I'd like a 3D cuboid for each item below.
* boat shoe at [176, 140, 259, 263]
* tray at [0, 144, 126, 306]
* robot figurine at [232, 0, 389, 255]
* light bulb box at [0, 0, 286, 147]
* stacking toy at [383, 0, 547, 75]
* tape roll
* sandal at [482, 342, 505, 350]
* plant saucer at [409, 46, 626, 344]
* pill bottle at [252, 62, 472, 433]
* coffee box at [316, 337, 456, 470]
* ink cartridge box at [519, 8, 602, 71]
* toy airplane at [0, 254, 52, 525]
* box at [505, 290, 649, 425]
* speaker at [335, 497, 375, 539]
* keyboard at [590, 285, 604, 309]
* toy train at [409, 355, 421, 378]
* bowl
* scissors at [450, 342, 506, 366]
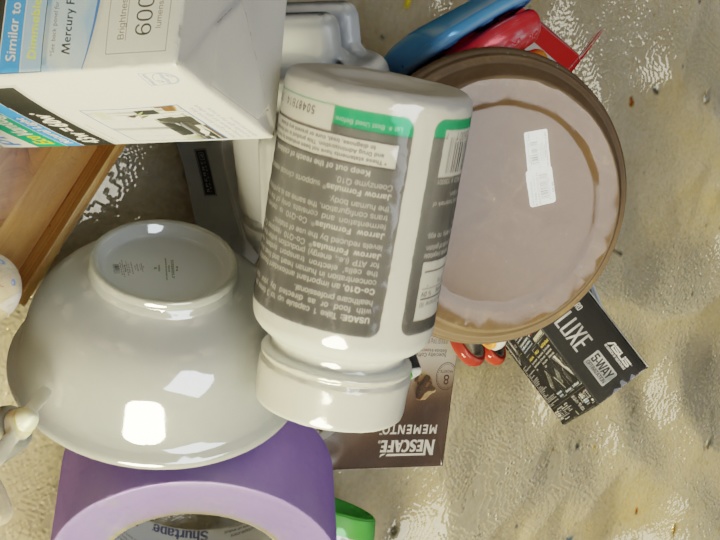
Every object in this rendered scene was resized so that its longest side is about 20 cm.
[{"bbox_3d":[-0.092,-0.101,0.906,0.066,0.069,0.202,-27,112,-44],"label":"boat shoe"},{"bbox_3d":[-0.219,-0.089,0.834,0.098,0.037,0.201,37,77,-34],"label":"tray"},{"bbox_3d":[-0.032,-0.080,0.847,0.170,0.112,0.202,-46,135,-58],"label":"robot figurine"},{"bbox_3d":[-0.153,-0.184,0.714,0.125,0.198,0.201,32,61,-66],"label":"light bulb box"},{"bbox_3d":[0.111,-0.092,0.865,0.109,0.116,0.201,-31,92,-27],"label":"stacking toy"},{"bbox_3d":[-0.115,0.178,0.863,0.198,0.085,0.201,-2,132,-3],"label":"tape roll"},{"bbox_3d":[0.047,-0.013,0.922,0.059,0.079,0.208,-36,124,-13],"label":"sandal"},{"bbox_3d":[0.089,-0.045,0.813,0.198,0.029,0.202,-3,104,-13],"label":"plant saucer"},{"bbox_3d":[-0.004,-0.014,0.731,0.112,0.113,0.202,0,107,-35],"label":"pill bottle"},{"bbox_3d":[-0.025,0.096,0.980,0.198,0.080,0.114,6,93,-36],"label":"coffee box"},{"bbox_3d":[0.101,-0.128,0.988,0.067,0.116,0.200,40,63,4],"label":"ink cartridge box"},{"bbox_3d":[-0.271,0.034,0.737,0.140,0.198,0.202,-26,129,-38],"label":"toy airplane"},{"bbox_3d":[0.146,0.041,0.986,0.050,0.200,0.158,-35,79,-5],"label":"box"},{"bbox_3d":[-0.052,0.286,0.997,0.088,0.088,0.202,19,88,-36],"label":"speaker"},{"bbox_3d":[0.149,-0.003,1.015,0.011,0.200,0.056,-36,118,-5],"label":"keyboard"},{"bbox_3d":[0.000,0.000,0.945,0.056,0.042,0.202,2,64,-49],"label":"toy train"},{"bbox_3d":[-0.131,0.029,0.808,0.199,0.201,0.091,-13,130,-32],"label":"bowl"},{"bbox_3d":[0.056,-0.004,1.018,0.201,0.014,0.073,57,31,8],"label":"scissors"}]
